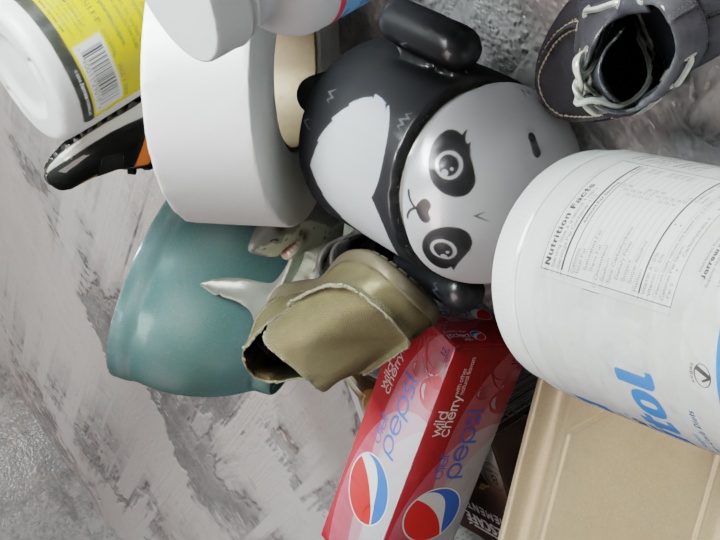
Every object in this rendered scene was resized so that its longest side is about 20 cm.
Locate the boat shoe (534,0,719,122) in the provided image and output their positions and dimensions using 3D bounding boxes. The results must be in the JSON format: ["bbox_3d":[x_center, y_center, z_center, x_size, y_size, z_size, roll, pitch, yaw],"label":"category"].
[{"bbox_3d":[0.127,-0.111,0.782,0.073,0.063,0.200,58,158,-3],"label":"boat shoe"}]

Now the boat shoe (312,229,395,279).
[{"bbox_3d":[0.000,0.000,1.095,0.200,0.065,0.074,-38,50,38],"label":"boat shoe"}]

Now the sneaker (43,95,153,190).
[{"bbox_3d":[-0.131,-0.093,1.143,0.090,0.199,0.070,60,-175,-13],"label":"sneaker"}]

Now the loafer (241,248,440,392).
[{"bbox_3d":[-0.017,0.041,1.016,0.076,0.068,0.200,40,156,-12],"label":"loafer"}]

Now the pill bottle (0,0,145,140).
[{"bbox_3d":[-0.156,-0.185,1.094,0.111,0.200,0.112,43,155,26],"label":"pill bottle"}]

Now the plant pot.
[{"bbox_3d":[-0.108,0.025,1.332,0.134,0.201,0.201,24,151,8],"label":"plant pot"}]

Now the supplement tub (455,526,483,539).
[{"bbox_3d":[0.075,0.296,1.352,0.200,0.132,0.132,51,158,15],"label":"supplement tub"}]

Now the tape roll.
[{"bbox_3d":[-0.071,-0.128,1.002,0.070,0.203,0.203,3,135,13],"label":"tape roll"}]

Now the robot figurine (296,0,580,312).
[{"bbox_3d":[0.040,-0.068,0.938,0.200,0.125,0.150,32,172,48],"label":"robot figurine"}]

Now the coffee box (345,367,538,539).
[{"bbox_3d":[0.082,0.121,1.166,0.200,0.080,0.114,23,137,55],"label":"coffee box"}]

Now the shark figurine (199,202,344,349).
[{"bbox_3d":[-0.054,-0.033,1.154,0.090,0.128,0.215,51,161,8],"label":"shark figurine"}]

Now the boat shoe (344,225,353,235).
[{"bbox_3d":[0.022,0.038,1.176,0.200,0.072,0.062,46,130,44],"label":"boat shoe"}]

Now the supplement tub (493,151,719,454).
[{"bbox_3d":[0.171,0.017,0.753,0.200,0.132,0.132,19,136,58],"label":"supplement tub"}]

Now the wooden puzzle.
[{"bbox_3d":[0.168,0.143,0.965,0.200,0.037,0.186,36,119,54],"label":"wooden puzzle"}]

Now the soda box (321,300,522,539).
[{"bbox_3d":[0.041,0.119,1.062,0.070,0.063,0.201,47,127,48],"label":"soda box"}]

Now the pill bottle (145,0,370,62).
[{"bbox_3d":[-0.015,-0.187,0.796,0.109,0.200,0.109,45,156,27],"label":"pill bottle"}]
